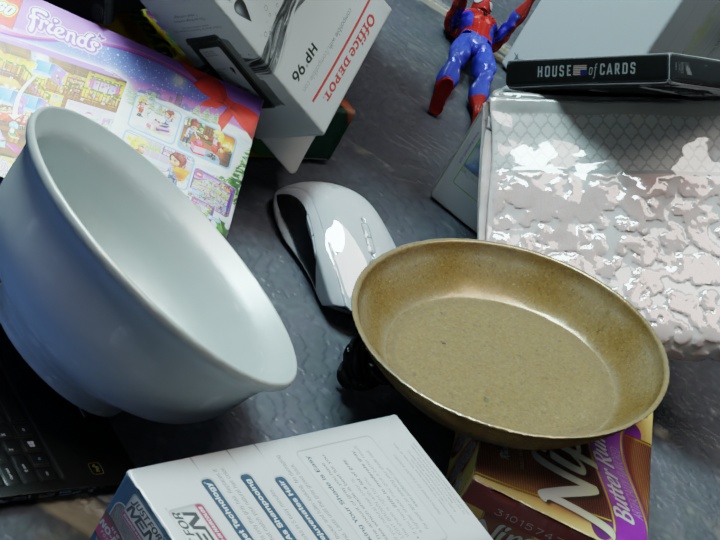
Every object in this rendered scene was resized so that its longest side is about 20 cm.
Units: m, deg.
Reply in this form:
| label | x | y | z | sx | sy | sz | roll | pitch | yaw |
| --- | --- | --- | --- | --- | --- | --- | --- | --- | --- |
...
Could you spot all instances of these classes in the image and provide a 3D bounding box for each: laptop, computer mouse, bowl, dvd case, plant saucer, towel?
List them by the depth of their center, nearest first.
| label | x | y | z | sx | sy | sz | roll | pitch | yaw |
| --- | --- | --- | --- | --- | --- | --- | --- | --- | --- |
| laptop | -0.211 | 0.021 | 0.929 | 0.199 | 0.104 | 0.178 | -1 | 45 | -42 |
| bowl | -0.133 | 0.015 | 0.992 | 0.201 | 0.090 | 0.201 | 45 | 11 | -12 |
| plant saucer | 0.088 | 0.050 | 1.119 | 0.199 | 0.036 | 0.201 | 11 | 32 | -7 |
| computer mouse | 0.000 | 0.000 | 1.203 | 0.109 | 0.044 | 0.201 | 4 | 41 | -36 |
| towel | 0.180 | -0.032 | 1.268 | 0.198 | 0.032 | 0.193 | 2 | 71 | 0 |
| dvd case | 0.226 | -0.135 | 1.328 | 0.199 | 0.025 | 0.150 | 1 | 2 | -43 |

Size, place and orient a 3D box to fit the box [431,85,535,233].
| label | x | y | z | sx | sy | sz | roll | pitch | yaw |
| --- | --- | --- | --- | --- | --- | --- | --- | --- | --- |
| box | 0.173 | -0.047 | 1.366 | 0.200 | 0.102 | 0.112 | 40 | 32 | 12 |

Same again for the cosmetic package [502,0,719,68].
| label | x | y | z | sx | sy | sz | roll | pitch | yaw |
| --- | --- | --- | --- | --- | --- | --- | --- | --- | --- |
| cosmetic package | 0.264 | -0.222 | 1.595 | 0.199 | 0.200 | 0.123 | -7 | 48 | -46 |

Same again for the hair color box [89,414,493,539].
| label | x | y | z | sx | sy | sz | roll | pitch | yaw |
| --- | --- | --- | --- | --- | --- | --- | --- | --- | --- |
| hair color box | -0.033 | 0.143 | 0.958 | 0.199 | 0.061 | 0.100 | -6 | 48 | -47 |

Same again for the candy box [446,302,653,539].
| label | x | y | z | sx | sy | sz | roll | pitch | yaw |
| --- | --- | --- | --- | --- | --- | --- | --- | --- | --- |
| candy box | 0.119 | 0.113 | 1.141 | 0.116 | 0.057 | 0.200 | 27 | 30 | -5 |

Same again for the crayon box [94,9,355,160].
| label | x | y | z | sx | sy | sz | roll | pitch | yaw |
| --- | --- | --- | --- | --- | --- | --- | --- | --- | --- |
| crayon box | -0.115 | -0.137 | 1.286 | 0.199 | 0.051 | 0.127 | -2 | 46 | -43 |

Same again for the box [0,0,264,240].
| label | x | y | z | sx | sy | sz | roll | pitch | yaw |
| --- | --- | --- | --- | --- | --- | --- | --- | --- | --- |
| box | -0.167 | -0.084 | 1.134 | 0.199 | 0.039 | 0.138 | 23 | 54 | -15 |

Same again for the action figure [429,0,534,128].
| label | x | y | z | sx | sy | sz | roll | pitch | yaw |
| --- | --- | --- | --- | --- | --- | --- | --- | --- | --- |
| action figure | 0.107 | -0.203 | 1.534 | 0.065 | 0.099 | 0.200 | 27 | 29 | -9 |

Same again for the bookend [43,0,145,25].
| label | x | y | z | sx | sy | sz | roll | pitch | yaw |
| --- | --- | --- | --- | --- | --- | --- | --- | --- | --- |
| bookend | -0.173 | -0.246 | 1.261 | 0.199 | 0.093 | 0.198 | 21 | 26 | 35 |

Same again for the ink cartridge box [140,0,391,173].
| label | x | y | z | sx | sy | sz | roll | pitch | yaw |
| --- | --- | --- | --- | --- | --- | --- | --- | --- | --- |
| ink cartridge box | -0.054 | -0.168 | 1.204 | 0.200 | 0.068 | 0.116 | 49 | 57 | -37 |
